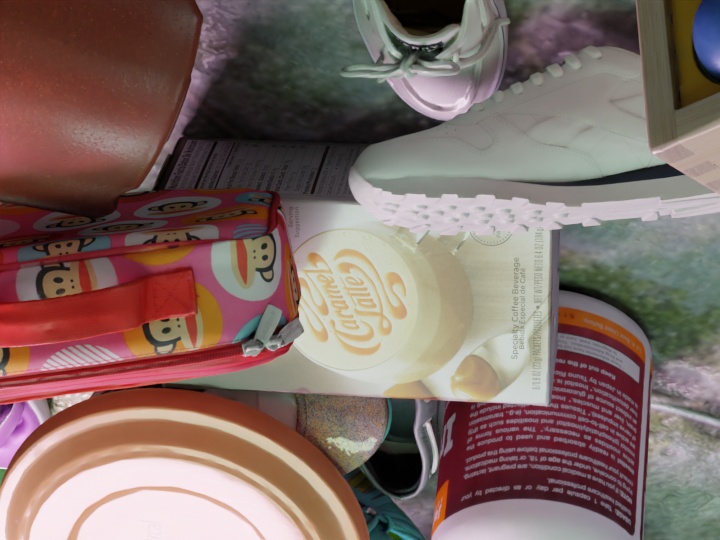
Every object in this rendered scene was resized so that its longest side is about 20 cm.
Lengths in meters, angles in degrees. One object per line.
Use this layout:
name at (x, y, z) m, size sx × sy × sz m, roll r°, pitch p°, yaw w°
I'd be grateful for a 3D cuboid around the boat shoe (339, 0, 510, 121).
boat shoe at (0.028, -0.118, 1.320) m, size 0.075 × 0.086 × 0.202 m, roll 2°, pitch 144°, yaw 8°

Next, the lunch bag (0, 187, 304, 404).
lunch bag at (-0.127, 0.012, 1.330) m, size 0.200 × 0.082 × 0.176 m, roll -7°, pitch -172°, yaw 1°

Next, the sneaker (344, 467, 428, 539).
sneaker at (-0.015, 0.134, 1.638) m, size 0.200 × 0.078 × 0.080 m, roll 41°, pitch 176°, yaw -29°

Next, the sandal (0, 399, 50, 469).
sandal at (-0.220, 0.068, 1.597) m, size 0.082 × 0.050 × 0.203 m, roll 10°, pitch 148°, yaw 6°

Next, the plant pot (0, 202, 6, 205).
plant pot at (-0.236, -0.056, 1.450) m, size 0.201 × 0.093 × 0.201 m, roll 5°, pitch 143°, yaw 4°

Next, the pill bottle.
pill bottle at (0.096, 0.119, 1.539) m, size 0.113 × 0.200 × 0.113 m, roll 5°, pitch 144°, yaw 4°

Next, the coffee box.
coffee box at (0.000, 0.000, 1.463) m, size 0.200 × 0.080 × 0.114 m, roll 2°, pitch 115°, yaw 7°

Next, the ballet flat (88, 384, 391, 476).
ballet flat at (-0.073, 0.081, 1.526) m, size 0.200 × 0.068 × 0.067 m, roll -6°, pitch 173°, yaw 44°

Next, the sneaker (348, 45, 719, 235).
sneaker at (0.092, -0.063, 1.364) m, size 0.200 × 0.081 × 0.076 m, roll -5°, pitch 173°, yaw -9°

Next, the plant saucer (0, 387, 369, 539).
plant saucer at (-0.095, 0.149, 1.512) m, size 0.200 × 0.032 × 0.200 m, roll 5°, pitch 126°, yaw 6°

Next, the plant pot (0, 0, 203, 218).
plant pot at (-0.186, -0.118, 1.286) m, size 0.195 × 0.201 × 0.201 m, roll 15°, pitch 144°, yaw -25°

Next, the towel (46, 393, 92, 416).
towel at (-0.149, 0.029, 1.599) m, size 0.200 × 0.036 × 0.148 m, roll -12°, pitch 141°, yaw 25°

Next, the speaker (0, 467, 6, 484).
speaker at (-0.121, 0.154, 1.723) m, size 0.200 × 0.088 × 0.088 m, roll 9°, pitch 144°, yaw -3°

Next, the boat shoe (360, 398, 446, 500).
boat shoe at (0.013, 0.054, 1.582) m, size 0.073 × 0.062 × 0.200 m, roll 0°, pitch 144°, yaw 11°

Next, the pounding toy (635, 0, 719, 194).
pounding toy at (0.208, -0.151, 1.185) m, size 0.200 × 0.184 × 0.142 m, roll -23°, pitch 146°, yaw 35°
